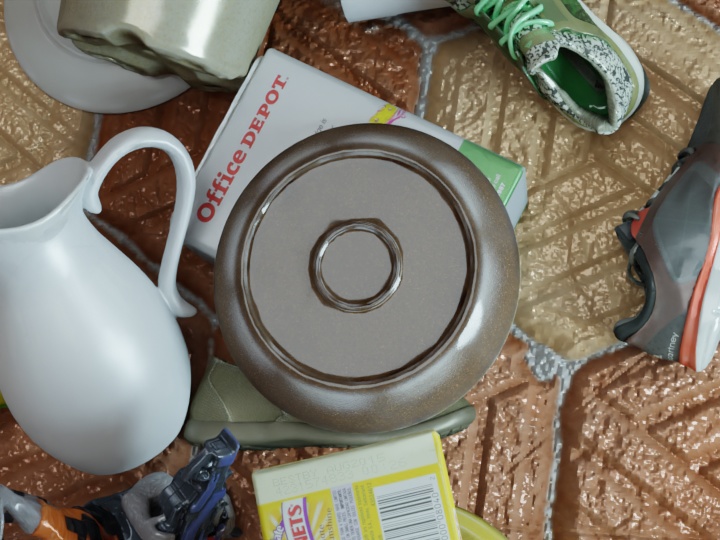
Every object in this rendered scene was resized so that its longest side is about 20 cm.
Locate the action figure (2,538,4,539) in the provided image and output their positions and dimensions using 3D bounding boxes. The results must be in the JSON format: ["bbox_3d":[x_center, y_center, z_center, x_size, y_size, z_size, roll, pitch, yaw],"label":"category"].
[{"bbox_3d":[-0.268,0.275,0.822,0.118,0.102,0.201,-20,30,32],"label":"action figure"}]

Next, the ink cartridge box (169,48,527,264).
[{"bbox_3d":[-0.006,-0.038,0.859,0.199,0.084,0.146,27,83,14],"label":"ink cartridge box"}]

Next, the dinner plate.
[{"bbox_3d":[-0.184,-0.219,0.966,0.198,0.024,0.202,-2,76,8],"label":"dinner plate"}]

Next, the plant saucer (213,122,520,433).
[{"bbox_3d":[0.000,0.000,0.790,0.198,0.032,0.202,-2,79,10],"label":"plant saucer"}]

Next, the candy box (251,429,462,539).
[{"bbox_3d":[0.012,0.190,0.635,0.101,0.026,0.202,-14,74,9],"label":"candy box"}]

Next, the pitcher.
[{"bbox_3d":[-0.164,0.019,0.813,0.170,0.201,0.121,-25,29,-8],"label":"pitcher"}]

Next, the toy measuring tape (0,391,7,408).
[{"bbox_3d":[-0.256,0.098,0.884,0.073,0.074,0.202,6,88,11],"label":"toy measuring tape"}]

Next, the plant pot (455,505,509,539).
[{"bbox_3d":[0.017,0.231,0.737,0.199,0.189,0.203,-2,77,10],"label":"plant pot"}]

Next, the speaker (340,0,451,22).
[{"bbox_3d":[0.079,-0.230,0.893,0.198,0.081,0.082,-7,75,8],"label":"speaker"}]

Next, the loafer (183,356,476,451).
[{"bbox_3d":[-0.023,0.085,0.837,0.198,0.076,0.068,-3,82,9],"label":"loafer"}]

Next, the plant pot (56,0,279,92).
[{"bbox_3d":[-0.119,-0.228,0.863,0.199,0.200,0.185,15,88,13],"label":"plant pot"}]

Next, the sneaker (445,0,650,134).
[{"bbox_3d":[0.114,-0.163,0.827,0.200,0.089,0.077,40,113,-9],"label":"sneaker"}]

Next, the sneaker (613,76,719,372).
[{"bbox_3d":[0.210,-0.039,0.829,0.081,0.077,0.202,10,78,18],"label":"sneaker"}]

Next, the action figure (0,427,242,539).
[{"bbox_3d":[-0.155,0.151,0.796,0.105,0.192,0.201,53,124,38],"label":"action figure"}]
